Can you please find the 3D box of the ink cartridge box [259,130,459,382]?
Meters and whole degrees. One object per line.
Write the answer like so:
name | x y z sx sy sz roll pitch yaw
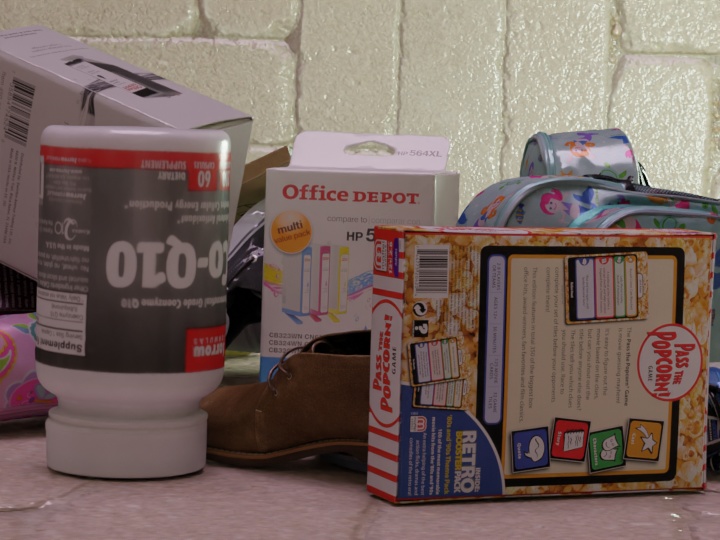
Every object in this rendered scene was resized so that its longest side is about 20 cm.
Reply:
ink cartridge box | 0.000 0.000 1.656 0.128 0.202 0.125 2 4 10

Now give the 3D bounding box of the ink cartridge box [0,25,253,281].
ink cartridge box | -0.181 -0.065 1.544 0.199 0.148 0.083 25 25 29

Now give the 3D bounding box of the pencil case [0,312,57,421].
pencil case | -0.231 0.066 1.502 0.199 0.088 0.087 -2 5 -37

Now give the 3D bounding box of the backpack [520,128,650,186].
backpack | 0.165 -0.012 1.795 0.149 0.202 0.178 1 5 -1

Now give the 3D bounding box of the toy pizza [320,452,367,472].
toy pizza | 0.069 0.102 1.424 0.199 0.032 0.200 1 4 0

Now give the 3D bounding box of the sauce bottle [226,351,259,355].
sauce bottle | -0.166 0.046 1.969 0.199 0.065 0.065 -3 6 -36

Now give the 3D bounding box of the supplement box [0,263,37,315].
supplement box | -0.220 0.041 1.624 0.199 0.061 0.109 1 -40 -15

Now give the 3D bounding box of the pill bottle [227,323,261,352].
pill bottle | -0.015 0.026 1.882 0.199 0.121 0.120 3 4 14

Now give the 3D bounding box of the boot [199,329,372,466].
boot | -0.034 0.071 1.362 0.199 0.076 0.074 -5 31 34

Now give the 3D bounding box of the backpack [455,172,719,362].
backpack | 0.158 0.022 1.531 0.199 0.179 0.150 10 -1 -18

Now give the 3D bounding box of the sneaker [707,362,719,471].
sneaker | 0.242 0.095 1.378 0.089 0.079 0.199 -11 3 -40

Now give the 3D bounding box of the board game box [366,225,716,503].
board game box | 0.104 0.052 1.297 0.199 0.153 0.046 1 4 -22

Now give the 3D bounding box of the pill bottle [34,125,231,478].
pill bottle | -0.135 0.016 1.346 0.113 0.202 0.114 2 4 0

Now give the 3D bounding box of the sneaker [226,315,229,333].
sneaker | -0.190 0.003 1.707 0.199 0.077 0.078 32 -27 -1

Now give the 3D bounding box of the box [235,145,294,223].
box | -0.109 -0.043 1.881 0.199 0.021 0.163 -23 -16 19

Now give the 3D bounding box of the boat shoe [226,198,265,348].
boat shoe | -0.093 0.018 1.787 0.066 0.070 0.200 32 60 28
